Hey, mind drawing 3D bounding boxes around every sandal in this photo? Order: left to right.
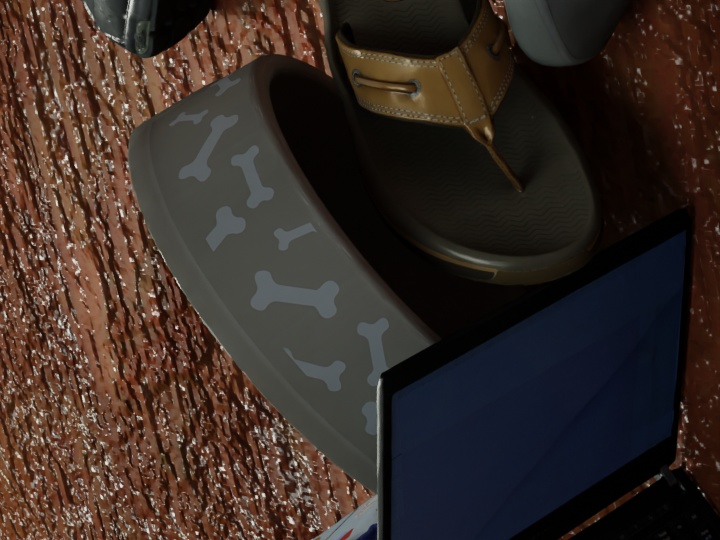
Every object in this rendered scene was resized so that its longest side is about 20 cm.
[{"bbox_3d":[0.029,-0.083,0.951,0.055,0.081,0.200,82,171,-63],"label":"sandal"}]

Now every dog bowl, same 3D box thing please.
[{"bbox_3d":[0.000,0.000,0.986,0.059,0.200,0.200,-39,79,17],"label":"dog bowl"}]

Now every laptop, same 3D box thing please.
[{"bbox_3d":[0.103,0.109,0.935,0.200,0.177,0.103,54,141,12],"label":"laptop"}]

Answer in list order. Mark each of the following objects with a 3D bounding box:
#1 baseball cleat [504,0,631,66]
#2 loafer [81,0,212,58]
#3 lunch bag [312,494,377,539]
[{"bbox_3d":[0.106,-0.143,0.875,0.106,0.070,0.200,34,134,30],"label":"baseball cleat"},{"bbox_3d":[-0.090,-0.179,1.067,0.070,0.068,0.201,34,137,18],"label":"loafer"},{"bbox_3d":[0.028,0.214,1.126,0.200,0.124,0.170,47,141,-3],"label":"lunch bag"}]
